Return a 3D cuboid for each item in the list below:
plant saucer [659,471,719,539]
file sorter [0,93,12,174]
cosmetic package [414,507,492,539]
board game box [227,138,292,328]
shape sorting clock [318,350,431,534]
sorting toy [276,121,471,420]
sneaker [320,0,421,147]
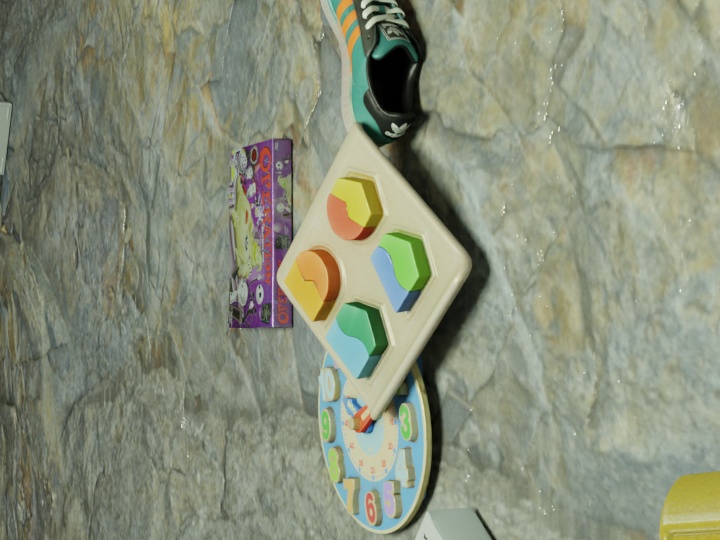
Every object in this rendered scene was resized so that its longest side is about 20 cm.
[{"bbox_3d":[0.245,0.214,0.772,0.200,0.048,0.202,-24,67,59],"label":"plant saucer"},{"bbox_3d":[-0.771,-0.273,2.496,0.125,0.199,0.140,-134,52,-57],"label":"file sorter"},{"bbox_3d":[0.073,0.318,1.079,0.151,0.051,0.201,55,135,44],"label":"cosmetic package"},{"bbox_3d":[-0.111,-0.037,1.455,0.120,0.032,0.202,-5,84,57],"label":"board game box"},{"bbox_3d":[0.007,0.140,1.218,0.200,0.039,0.202,-5,85,61],"label":"shape sorting clock"},{"bbox_3d":[0.000,0.000,1.159,0.200,0.036,0.186,55,131,34],"label":"sorting toy"},{"bbox_3d":[0.017,-0.214,1.189,0.080,0.071,0.202,-15,84,59],"label":"sneaker"}]
